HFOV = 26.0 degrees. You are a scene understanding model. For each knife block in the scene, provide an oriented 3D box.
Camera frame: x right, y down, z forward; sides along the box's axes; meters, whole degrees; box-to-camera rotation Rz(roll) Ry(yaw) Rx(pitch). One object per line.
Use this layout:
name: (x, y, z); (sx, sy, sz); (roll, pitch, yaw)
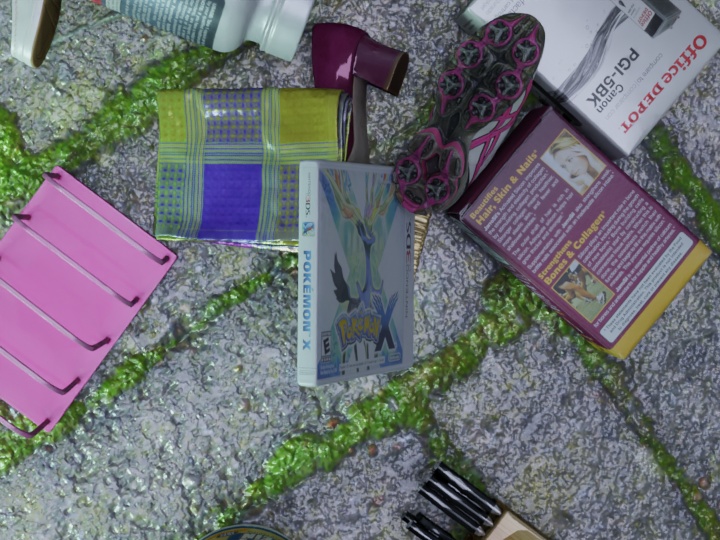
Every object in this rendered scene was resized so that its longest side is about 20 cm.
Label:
knife block: (0.141, 0.250, 1.440); (0.198, 0.064, 0.178); (-8, 94, -4)

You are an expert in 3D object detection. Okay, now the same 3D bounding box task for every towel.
towel: (-0.098, -0.092, 1.385); (0.198, 0.023, 0.145); (5, 93, 24)

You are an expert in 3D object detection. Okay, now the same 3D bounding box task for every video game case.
video game case: (0.000, 0.000, 1.347); (0.022, 0.200, 0.185); (1, 92, 26)

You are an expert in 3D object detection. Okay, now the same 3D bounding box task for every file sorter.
file sorter: (-0.276, 0.028, 1.369); (0.139, 0.125, 0.201); (37, 90, -4)

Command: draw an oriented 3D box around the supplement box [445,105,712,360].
supplement box: (0.194, -0.033, 1.412); (0.200, 0.103, 0.131); (41, 89, -6)

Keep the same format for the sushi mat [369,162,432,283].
sushi mat: (-0.031, -0.062, 1.439); (0.198, 0.012, 0.097); (18, 91, -5)

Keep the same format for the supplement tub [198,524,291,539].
supplement tub: (-0.101, 0.310, 1.357); (0.143, 0.200, 0.146); (0, 93, -4)

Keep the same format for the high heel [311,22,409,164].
high heel: (-0.034, -0.123, 1.415); (0.095, 0.067, 0.202); (23, 83, 21)

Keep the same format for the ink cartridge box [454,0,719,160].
ink cartridge box: (0.208, -0.219, 1.414); (0.200, 0.083, 0.147); (41, 88, -4)

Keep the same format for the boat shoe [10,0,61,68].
boat shoe: (-0.299, -0.281, 1.385); (0.068, 0.071, 0.202); (6, 84, -3)

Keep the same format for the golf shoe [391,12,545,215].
golf shoe: (0.100, -0.142, 1.379); (0.072, 0.092, 0.201); (39, 111, 13)

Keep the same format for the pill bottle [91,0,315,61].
pill bottle: (-0.137, -0.261, 1.370); (0.198, 0.120, 0.121); (22, 91, -5)
